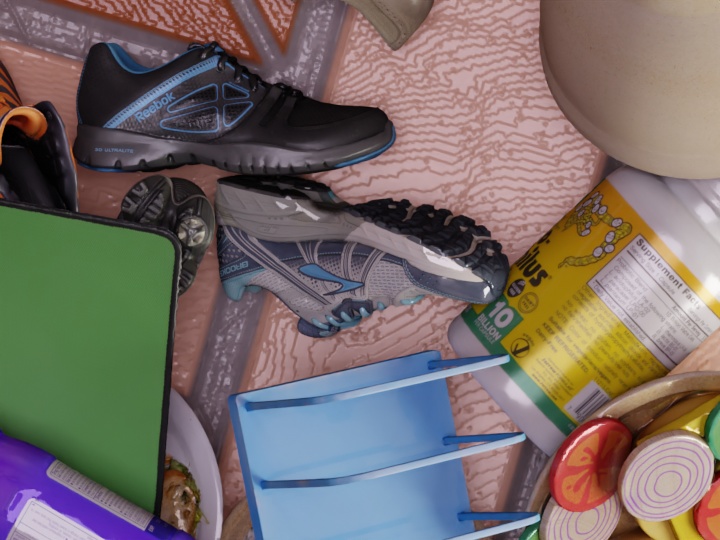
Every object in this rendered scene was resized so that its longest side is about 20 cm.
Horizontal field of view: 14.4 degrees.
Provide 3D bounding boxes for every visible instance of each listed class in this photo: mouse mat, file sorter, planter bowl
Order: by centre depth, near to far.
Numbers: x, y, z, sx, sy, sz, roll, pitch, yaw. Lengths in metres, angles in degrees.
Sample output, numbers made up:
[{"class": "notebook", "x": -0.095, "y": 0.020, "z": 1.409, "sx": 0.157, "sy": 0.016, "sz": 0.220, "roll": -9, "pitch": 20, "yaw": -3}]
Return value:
[{"class": "file sorter", "x": 0.028, "y": 0.154, "z": 1.630, "sx": 0.138, "sy": 0.122, "sz": 0.202, "roll": -12, "pitch": 90, "yaw": -27}, {"class": "planter bowl", "x": 0.194, "y": -0.173, "z": 1.636, "sx": 0.199, "sy": 0.135, "sz": 0.202, "roll": -5, "pitch": 62, "yaw": 10}, {"class": "mouse mat", "x": -0.188, "y": 0.055, "z": 1.685, "sx": 0.160, "sy": 0.008, "sz": 0.201, "roll": 10, "pitch": 114, "yaw": 9}]

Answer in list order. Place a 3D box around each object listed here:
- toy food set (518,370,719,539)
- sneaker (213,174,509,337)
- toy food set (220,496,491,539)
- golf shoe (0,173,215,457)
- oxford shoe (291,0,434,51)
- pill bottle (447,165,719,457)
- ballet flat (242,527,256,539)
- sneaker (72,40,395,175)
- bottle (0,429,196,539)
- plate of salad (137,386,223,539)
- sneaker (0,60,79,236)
[{"class": "toy food set", "x": 0.183, "y": 0.146, "z": 1.697, "sx": 0.199, "sy": 0.049, "sz": 0.199, "roll": -29, "pitch": 127, "yaw": -3}, {"class": "sneaker", "x": 0.000, "y": 0.000, "z": 1.722, "sx": 0.199, "sy": 0.077, "sz": 0.087, "roll": 15, "pitch": 107, "yaw": 29}, {"class": "toy food set", "x": -0.001, "y": 0.212, "z": 1.752, "sx": 0.197, "sy": 0.049, "sz": 0.201, "roll": -14, "pitch": 92, "yaw": 5}, {"class": "golf shoe", "x": -0.152, "y": 0.033, "z": 1.736, "sx": 0.077, "sy": 0.088, "sz": 0.200, "roll": 38, "pitch": 94, "yaw": 0}, {"class": "oxford shoe", "x": -0.044, "y": -0.204, "z": 1.727, "sx": 0.199, "sy": 0.070, "sz": 0.075, "roll": 30, "pitch": 100, "yaw": 3}, {"class": "pill bottle", "x": 0.158, "y": 0.010, "z": 1.704, "sx": 0.200, "sy": 0.113, "sz": 0.113, "roll": -43, "pitch": 90, "yaw": 6}, {"class": "ballet flat", "x": -0.062, "y": 0.220, "z": 1.695, "sx": 0.064, "sy": 0.075, "sz": 0.202, "roll": 6, "pitch": 88, "yaw": 37}, {"class": "sneaker", "x": -0.077, "y": -0.099, "z": 1.733, "sx": 0.198, "sy": 0.073, "sz": 0.083, "roll": 2, "pitch": 92, "yaw": 3}, {"class": "bottle", "x": -0.189, "y": 0.141, "z": 1.670, "sx": 0.199, "sy": 0.084, "sz": 0.066, "roll": 30, "pitch": 85, "yaw": 0}, {"class": "plate of salad", "x": -0.181, "y": 0.148, "z": 1.749, "sx": 0.199, "sy": 0.048, "sz": 0.202, "roll": -2, "pitch": 83, "yaw": 17}, {"class": "sneaker", "x": -0.221, "y": -0.094, "z": 1.710, "sx": 0.077, "sy": 0.112, "sz": 0.200, "roll": -34, "pitch": 82, "yaw": -20}]
